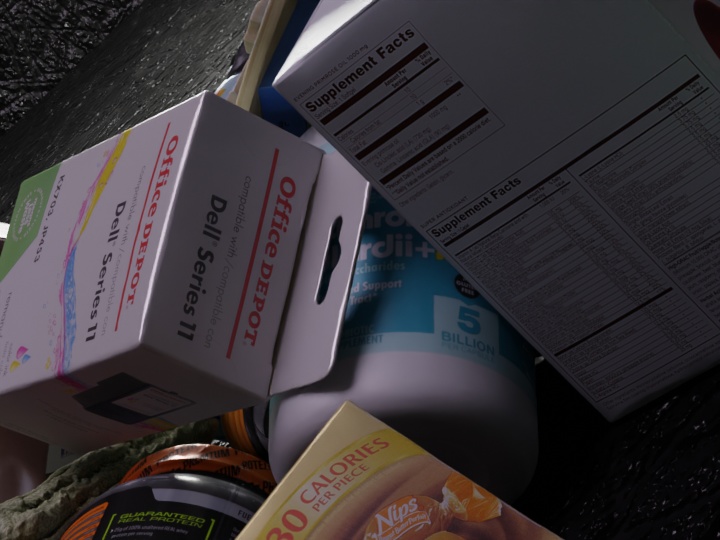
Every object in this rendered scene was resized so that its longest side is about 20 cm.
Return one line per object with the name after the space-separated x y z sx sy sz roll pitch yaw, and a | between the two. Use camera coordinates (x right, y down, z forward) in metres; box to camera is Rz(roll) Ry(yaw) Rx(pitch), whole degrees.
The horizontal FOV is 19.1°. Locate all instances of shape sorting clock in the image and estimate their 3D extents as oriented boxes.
-0.022 -0.124 0.977 0.200 0.039 0.201 19 -90 -86 | shape sorting clock

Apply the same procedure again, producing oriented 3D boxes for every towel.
-0.133 0.145 0.992 0.200 0.036 0.149 -34 -34 -64 | towel

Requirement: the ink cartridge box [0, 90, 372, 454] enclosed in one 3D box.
-0.083 0.001 0.893 0.200 0.067 0.118 -19 52 50 | ink cartridge box

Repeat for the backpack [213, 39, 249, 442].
-0.047 -0.002 1.158 0.154 0.163 0.200 -42 20 44 | backpack

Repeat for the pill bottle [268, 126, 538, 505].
0.018 0.004 0.911 0.111 0.111 0.201 -34 42 36 | pill bottle

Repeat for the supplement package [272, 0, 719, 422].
0.106 -0.090 0.865 0.147 0.200 0.192 -34 20 36 | supplement package

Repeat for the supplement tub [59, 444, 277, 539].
-0.080 0.165 0.848 0.122 0.123 0.200 -37 18 29 | supplement tub

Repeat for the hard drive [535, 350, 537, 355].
0.000 0.000 1.020 0.200 0.038 0.140 25 68 37 | hard drive

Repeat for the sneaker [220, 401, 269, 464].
0.015 0.022 1.072 0.077 0.078 0.200 5 54 53 | sneaker

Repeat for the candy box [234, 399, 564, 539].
-0.016 0.156 0.709 0.200 0.115 0.055 -52 -21 -19 | candy box

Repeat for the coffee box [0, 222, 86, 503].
-0.183 0.079 1.085 0.080 0.114 0.201 -2 -79 -65 | coffee box
